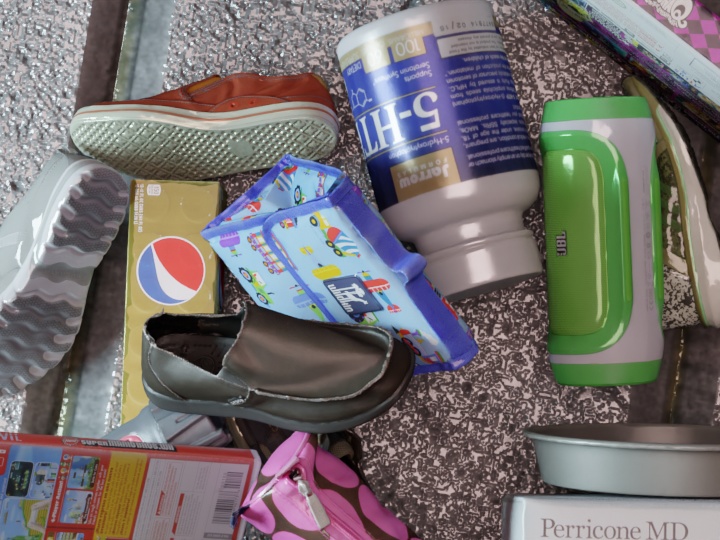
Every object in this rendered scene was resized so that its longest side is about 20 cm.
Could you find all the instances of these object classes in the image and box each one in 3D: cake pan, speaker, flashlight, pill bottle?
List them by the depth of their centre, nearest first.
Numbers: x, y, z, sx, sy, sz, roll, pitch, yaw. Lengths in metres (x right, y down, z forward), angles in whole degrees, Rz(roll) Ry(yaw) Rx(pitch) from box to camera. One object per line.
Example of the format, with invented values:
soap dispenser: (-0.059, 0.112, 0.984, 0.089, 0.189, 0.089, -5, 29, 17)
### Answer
cake pan: (0.211, 0.130, 1.646, 0.199, 0.200, 0.037, 2, 91, 0)
flashlight: (-0.184, 0.152, 1.649, 0.199, 0.068, 0.068, -31, 92, 3)
speaker: (0.171, -0.021, 1.682, 0.088, 0.088, 0.201, -3, 91, 0)
pill bottle: (0.063, -0.083, 1.705, 0.119, 0.120, 0.201, -15, 84, -1)

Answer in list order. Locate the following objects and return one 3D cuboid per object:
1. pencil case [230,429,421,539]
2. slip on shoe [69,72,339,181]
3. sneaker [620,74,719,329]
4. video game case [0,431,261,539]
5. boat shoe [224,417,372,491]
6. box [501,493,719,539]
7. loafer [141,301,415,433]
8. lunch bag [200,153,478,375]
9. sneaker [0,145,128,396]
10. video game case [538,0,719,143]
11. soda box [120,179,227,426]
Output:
pencil case: (0.010, 0.197, 1.602, 0.200, 0.094, 0.091, 40, 69, -4)
slip on shoe: (-0.114, -0.110, 1.741, 0.199, 0.074, 0.061, -5, 50, 6)
sneaker: (0.210, -0.044, 1.730, 0.088, 0.077, 0.201, -17, 81, 10)
video game case: (-0.177, 0.181, 1.622, 0.199, 0.017, 0.144, 6, 114, -21)
boat shoe: (-0.032, 0.130, 1.697, 0.073, 0.074, 0.201, -26, 93, 40)
box: (0.198, 0.221, 1.635, 0.198, 0.200, 0.132, 1, 85, 0)
loafer: (-0.063, 0.061, 1.585, 0.199, 0.072, 0.073, -2, 51, 19)
lunch bag: (0.000, 0.000, 1.632, 0.094, 0.200, 0.151, -42, 106, -19)
sneaker: (-0.237, 0.002, 1.731, 0.075, 0.082, 0.201, 28, 99, -37)
video game case: (0.202, -0.174, 1.683, 0.200, 0.181, 0.036, 38, 85, 4)
soda box: (-0.135, 0.037, 1.721, 0.067, 0.064, 0.201, 2, 85, 2)
